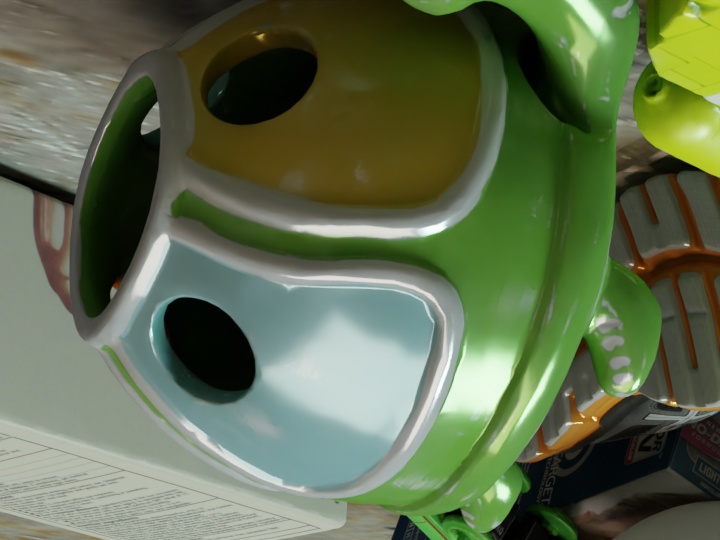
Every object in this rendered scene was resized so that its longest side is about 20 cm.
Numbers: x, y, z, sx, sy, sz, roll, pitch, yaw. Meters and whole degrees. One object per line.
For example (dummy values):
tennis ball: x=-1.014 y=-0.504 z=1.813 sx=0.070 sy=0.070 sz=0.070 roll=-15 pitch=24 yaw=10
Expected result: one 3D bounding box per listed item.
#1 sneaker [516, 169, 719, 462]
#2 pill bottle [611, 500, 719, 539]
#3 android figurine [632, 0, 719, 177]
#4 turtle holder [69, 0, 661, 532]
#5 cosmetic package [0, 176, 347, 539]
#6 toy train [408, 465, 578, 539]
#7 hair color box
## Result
sneaker: x=0.115 y=0.014 z=0.829 sx=0.077 sy=0.079 sz=0.200 roll=-3 pitch=168 yaw=-28
pill bottle: x=0.159 y=0.184 z=0.909 sx=0.112 sy=0.112 sz=0.200 roll=-11 pitch=134 yaw=33
android figurine: x=0.157 y=-0.063 z=0.644 sx=0.181 sy=0.041 sz=0.199 roll=-15 pitch=156 yaw=40
turtle holder: x=0.002 y=-0.014 z=0.642 sx=0.131 sy=0.142 sz=0.185 roll=11 pitch=160 yaw=-22
cosmetic package: x=-0.102 y=0.039 z=0.878 sx=0.103 sy=0.088 sz=0.200 roll=-12 pitch=157 yaw=36
toy train: x=0.067 y=0.121 z=0.945 sx=0.056 sy=0.042 sz=0.200 roll=-2 pitch=138 yaw=51
hair color box: x=0.105 y=0.107 z=0.991 sx=0.100 sy=0.061 sz=0.200 roll=35 pitch=145 yaw=-18
